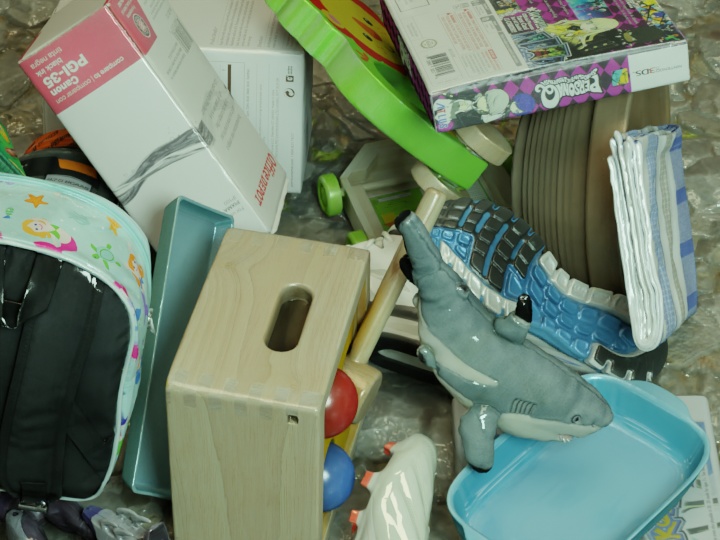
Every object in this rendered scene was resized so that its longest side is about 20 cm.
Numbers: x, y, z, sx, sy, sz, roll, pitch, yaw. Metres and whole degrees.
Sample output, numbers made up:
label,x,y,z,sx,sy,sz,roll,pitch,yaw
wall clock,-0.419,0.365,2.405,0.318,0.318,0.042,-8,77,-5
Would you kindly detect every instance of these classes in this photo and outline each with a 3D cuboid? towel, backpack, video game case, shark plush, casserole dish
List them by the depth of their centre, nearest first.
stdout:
label,x,y,z,sx,sy,sz,roll,pitch,yaw
backpack,-0.218,0.032,1.479,0.177,0.200,0.151,11,42,-4
shark plush,0.085,0.034,1.532,0.083,0.200,0.091,-19,18,31
casserole dish,0.144,0.145,1.560,0.121,0.039,0.200,31,51,29
video game case,0.156,0.161,1.586,0.182,0.022,0.200,0,43,-1
towel,0.206,-0.027,1.618,0.024,0.147,0.200,-7,4,17
video game case,0.118,-0.169,1.662,0.181,0.036,0.200,-13,29,-5

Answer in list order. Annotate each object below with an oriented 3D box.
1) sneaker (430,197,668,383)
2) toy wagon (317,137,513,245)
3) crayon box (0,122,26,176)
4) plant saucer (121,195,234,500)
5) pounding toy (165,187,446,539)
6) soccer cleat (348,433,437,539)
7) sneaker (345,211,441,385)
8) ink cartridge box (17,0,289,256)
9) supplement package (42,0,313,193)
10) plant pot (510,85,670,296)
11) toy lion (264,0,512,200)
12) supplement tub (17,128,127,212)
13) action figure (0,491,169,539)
label,x,y,z,sx,sy,sz,roll,pitch,yaw
sneaker,0.113,0.026,1.643,0.200,0.087,0.075,36,62,-16
toy wagon,0.062,-0.033,1.782,0.155,0.040,0.200,-12,45,-14
crayon box,-0.330,-0.031,1.667,0.200,0.058,0.119,-41,29,2
plant saucer,-0.125,0.054,1.589,0.019,0.070,0.201,2,80,31
pounding toy,-0.034,0.064,1.567,0.142,0.184,0.200,9,43,9
soccer cleat,0.021,0.194,1.520,0.077,0.069,0.200,18,52,10
sneaker,0.000,0.000,1.697,0.200,0.076,0.116,19,63,12
ink cartridge box,-0.144,-0.106,1.683,0.083,0.200,0.147,-31,15,13
supplement package,-0.139,-0.141,1.819,0.199,0.120,0.121,3,28,2
plant pot,0.165,-0.071,1.712,0.092,0.201,0.201,5,42,16
toy lion,0.012,-0.149,1.736,0.192,0.069,0.200,36,17,-18
supplement tub,-0.221,-0.003,1.681,0.122,0.123,0.200,6,42,5
action figure,-0.214,0.159,1.548,0.200,0.070,0.130,30,57,32
